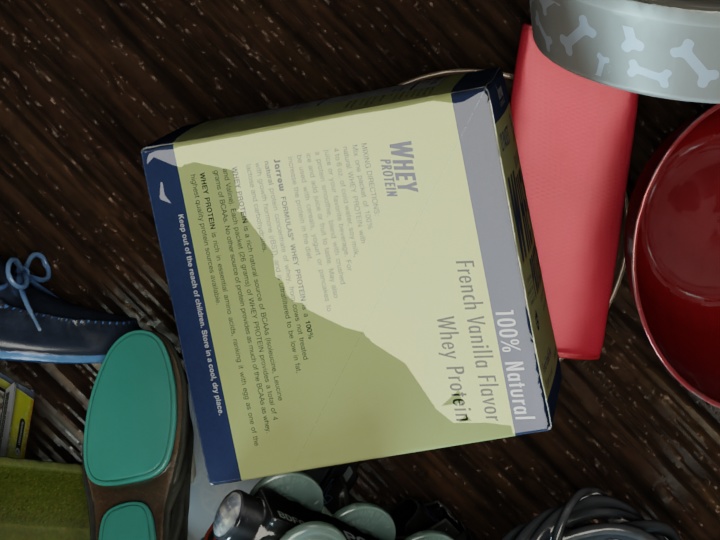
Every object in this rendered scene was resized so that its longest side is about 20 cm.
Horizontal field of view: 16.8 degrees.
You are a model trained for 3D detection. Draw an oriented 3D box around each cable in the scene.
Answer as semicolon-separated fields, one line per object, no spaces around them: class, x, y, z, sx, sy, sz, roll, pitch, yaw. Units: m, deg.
cable;0.129;0.232;1.492;0.163;0.051;0.201;-2;94;-2

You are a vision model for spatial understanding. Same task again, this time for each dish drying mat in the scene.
dish drying mat;0.122;-0.046;1.471;0.077;0.018;0.201;6;101;-2

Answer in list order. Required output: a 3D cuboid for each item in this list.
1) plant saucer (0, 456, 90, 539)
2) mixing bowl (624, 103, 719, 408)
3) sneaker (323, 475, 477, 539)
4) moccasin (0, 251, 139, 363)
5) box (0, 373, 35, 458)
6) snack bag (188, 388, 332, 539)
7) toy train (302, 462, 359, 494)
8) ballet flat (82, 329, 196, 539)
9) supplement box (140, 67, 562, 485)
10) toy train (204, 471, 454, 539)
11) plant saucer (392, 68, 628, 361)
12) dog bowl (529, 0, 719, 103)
plant saucer;-0.179;0.212;1.416;0.048;0.200;0.200;-22;72;26
mixing bowl;0.236;-0.021;1.459;0.200;0.108;0.201;-3;102;-14
sneaker;0.056;0.190;1.523;0.200;0.070;0.078;18;103;-15
moccasin;-0.232;0.018;1.480;0.199;0.080;0.068;7;88;-7
box;-0.259;0.141;1.413;0.038;0.137;0.200;-8;63;30
snack bag;-0.102;0.194;1.504;0.200;0.021;0.189;-48;67;8
toy train;-0.061;0.187;1.546;0.046;0.034;0.200;29;100;-27
ballet flat;-0.130;0.137;1.447;0.068;0.068;0.201;-5;67;16
supplement box;0.000;0.000;1.412;0.199;0.134;0.201;-10;98;9
toy train;-0.012;0.195;1.410;0.200;0.085;0.114;26;106;-28
plant saucer;0.065;-0.027;1.500;0.200;0.037;0.201;0;103;-1
dog bowl;0.188;-0.150;1.399;0.199;0.200;0.059;4;112;-2
